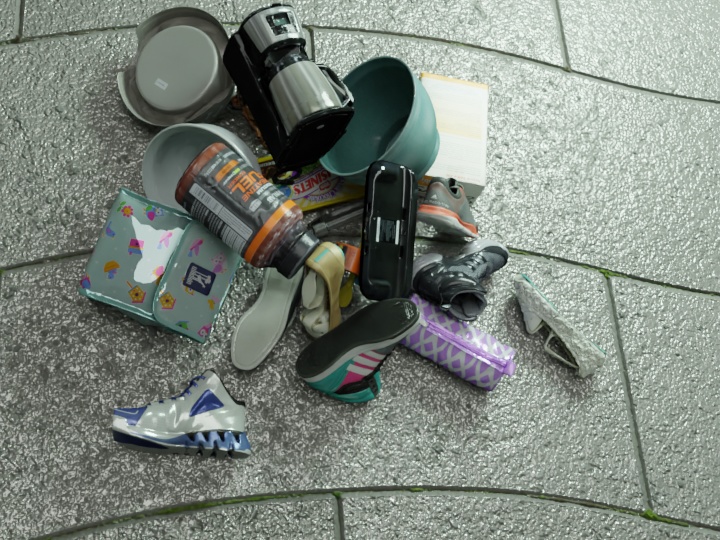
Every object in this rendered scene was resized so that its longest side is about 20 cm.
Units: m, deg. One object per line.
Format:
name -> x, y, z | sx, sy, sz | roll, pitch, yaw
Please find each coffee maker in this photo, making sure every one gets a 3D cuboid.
coffee maker -> -0.125, -0.265, 1.273 | 0.134, 0.191, 0.202 | -8, 65, -54

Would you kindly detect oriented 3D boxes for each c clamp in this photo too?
c clamp -> -0.009, -0.086, 1.303 | 0.197, 0.171, 0.027 | -24, 101, -9

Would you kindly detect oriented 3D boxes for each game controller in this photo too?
game controller -> 0.041, -0.057, 1.230 | 0.103, 0.042, 0.204 | 5, 88, -39

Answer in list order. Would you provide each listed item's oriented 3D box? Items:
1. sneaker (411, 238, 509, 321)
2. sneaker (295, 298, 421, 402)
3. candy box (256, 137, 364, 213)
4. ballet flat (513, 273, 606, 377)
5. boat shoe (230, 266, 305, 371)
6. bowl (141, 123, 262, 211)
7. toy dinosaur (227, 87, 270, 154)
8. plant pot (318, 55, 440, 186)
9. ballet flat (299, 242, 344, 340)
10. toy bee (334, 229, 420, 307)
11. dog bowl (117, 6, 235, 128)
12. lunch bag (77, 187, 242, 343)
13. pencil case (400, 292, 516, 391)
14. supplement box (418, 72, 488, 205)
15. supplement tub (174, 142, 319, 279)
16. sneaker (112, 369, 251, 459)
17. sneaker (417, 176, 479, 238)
sneaker -> 0.175, 0.019, 1.317 | 0.197, 0.076, 0.114 | -13, 45, -31
sneaker -> 0.015, 0.128, 1.240 | 0.198, 0.121, 0.084 | -28, 47, 8
candy box -> -0.089, -0.147, 1.370 | 0.197, 0.026, 0.104 | -17, 86, -21
ballet flat -> 0.308, 0.093, 1.354 | 0.200, 0.072, 0.072 | 45, 67, 8
boat shoe -> -0.135, 0.066, 1.273 | 0.073, 0.061, 0.203 | 12, 64, 14
bowl -> -0.225, -0.142, 1.285 | 0.199, 0.203, 0.091 | 30, 35, 2
toy dinosaur -> -0.152, -0.278, 1.400 | 0.133, 0.102, 0.203 | -16, 111, -2
plant pot -> 0.044, -0.215, 1.332 | 0.133, 0.198, 0.204 | 28, 58, -44
ballet flat -> -0.064, 0.047, 1.223 | 0.068, 0.202, 0.063 | 29, 46, 27
toy bee -> 0.000, 0.000, 1.300 | 0.108, 0.201, 0.132 | 18, 66, 36
dog bowl -> -0.289, -0.318, 1.356 | 0.196, 0.059, 0.204 | -3, 77, 12
lunch bag -> -0.283, -0.002, 1.226 | 0.197, 0.122, 0.173 | 21, 78, 0
pencil case -> 0.140, 0.109, 1.300 | 0.198, 0.086, 0.085 | 28, 68, -1
supplement box -> 0.148, -0.225, 1.438 | 0.124, 0.074, 0.203 | 10, 67, -8
supplement tub -> -0.153, -0.078, 1.169 | 0.199, 0.107, 0.107 | 39, 66, 1
sneaker -> -0.248, 0.198, 1.193 | 0.196, 0.081, 0.117 | 10, 63, -15
sneaker -> 0.149, -0.101, 1.325 | 0.076, 0.200, 0.083 | 11, 87, 20
